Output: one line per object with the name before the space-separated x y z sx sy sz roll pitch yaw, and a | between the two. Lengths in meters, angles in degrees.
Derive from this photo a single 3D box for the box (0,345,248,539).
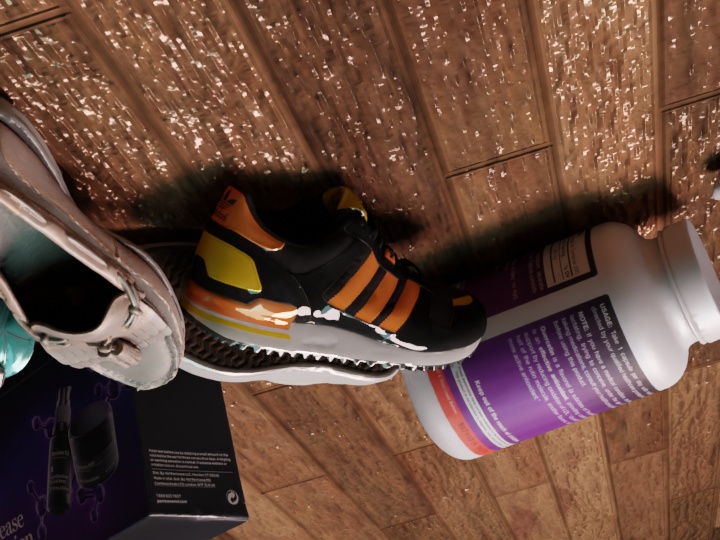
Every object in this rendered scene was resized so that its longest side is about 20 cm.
box | -0.171 0.121 0.887 0.079 0.141 0.200 14 144 -43

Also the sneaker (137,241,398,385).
sneaker | -0.074 0.036 0.843 0.200 0.073 0.085 19 162 -36

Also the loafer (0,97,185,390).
loafer | -0.143 0.005 0.672 0.072 0.063 0.200 -25 135 7

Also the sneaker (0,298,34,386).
sneaker | -0.218 0.016 0.698 0.120 0.084 0.200 2 160 -22

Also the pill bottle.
pill bottle | 0.130 0.040 0.914 0.200 0.113 0.112 -22 155 18

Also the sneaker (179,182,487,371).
sneaker | 0.000 0.000 0.791 0.200 0.070 0.090 6 107 -35

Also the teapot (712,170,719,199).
teapot | 0.307 -0.053 0.769 0.146 0.198 0.200 34 113 -12
